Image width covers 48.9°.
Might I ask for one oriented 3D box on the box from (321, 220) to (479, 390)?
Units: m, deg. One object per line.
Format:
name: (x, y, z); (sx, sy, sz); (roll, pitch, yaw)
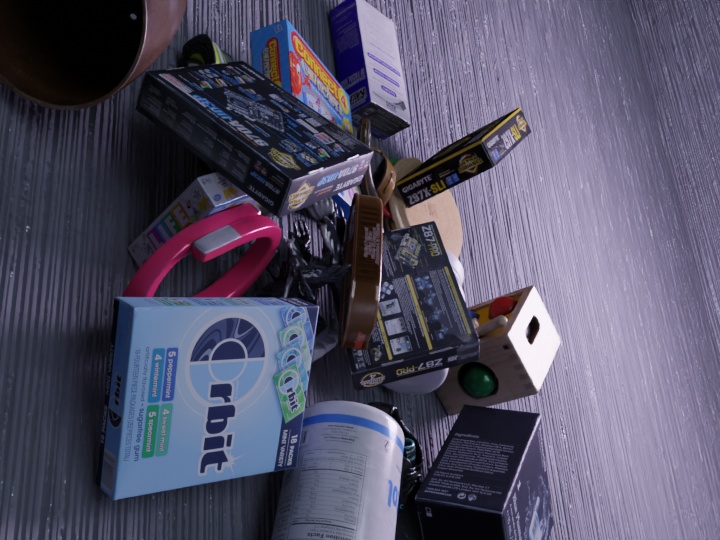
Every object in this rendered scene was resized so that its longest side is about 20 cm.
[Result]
box: (0.046, 0.038, 1.003); (0.049, 0.159, 0.202); (78, -4, -52)

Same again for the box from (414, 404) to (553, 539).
box: (0.170, 0.318, 1.042); (0.200, 0.116, 0.199); (-48, 132, -53)

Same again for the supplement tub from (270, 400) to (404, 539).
supplement tub: (-0.024, 0.256, 0.849); (0.132, 0.131, 0.202); (39, 44, -35)

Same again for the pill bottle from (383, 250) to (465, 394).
pill bottle: (0.083, 0.062, 1.110); (0.120, 0.119, 0.201); (51, 38, -23)

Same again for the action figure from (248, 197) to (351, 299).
action figure: (-0.070, -0.027, 0.926); (0.200, 0.118, 0.103); (-75, 143, -73)

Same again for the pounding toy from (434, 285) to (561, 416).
pounding toy: (0.191, 0.109, 1.174); (0.143, 0.183, 0.200); (60, 35, -11)

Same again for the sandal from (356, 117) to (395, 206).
sandal: (0.026, -0.118, 1.124); (0.082, 0.054, 0.203); (-109, -171, -74)

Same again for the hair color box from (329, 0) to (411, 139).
hair color box: (0.015, -0.326, 1.276); (0.109, 0.064, 0.202); (18, 56, -49)

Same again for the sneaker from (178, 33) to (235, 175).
sneaker: (-0.156, -0.185, 0.961); (0.081, 0.073, 0.203); (4, 71, -56)

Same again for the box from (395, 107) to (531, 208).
box: (0.163, -0.177, 1.229); (0.050, 0.159, 0.200); (61, 36, -9)

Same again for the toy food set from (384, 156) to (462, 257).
toy food set: (0.097, -0.090, 1.273); (0.197, 0.048, 0.202); (-18, 87, -55)

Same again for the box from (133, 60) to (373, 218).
box: (-0.105, -0.144, 0.819); (0.199, 0.046, 0.159); (36, 32, 15)

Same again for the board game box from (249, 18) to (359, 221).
board game box: (-0.069, -0.188, 1.046); (0.200, 0.055, 0.198); (38, 43, -61)

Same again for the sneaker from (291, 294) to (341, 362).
sneaker: (-0.102, 0.083, 0.899); (0.092, 0.077, 0.200); (57, 27, 0)

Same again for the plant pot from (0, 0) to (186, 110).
plant pot: (-0.258, -0.274, 0.799); (0.188, 0.186, 0.200); (59, 20, -13)

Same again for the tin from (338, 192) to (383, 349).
tin: (0.000, 0.000, 0.939); (0.041, 0.112, 0.202); (9, 54, -9)

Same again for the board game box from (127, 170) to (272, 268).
board game box: (-0.140, -0.070, 0.860); (0.034, 0.134, 0.200); (55, 34, 3)

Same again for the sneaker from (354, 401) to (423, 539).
sneaker: (0.042, 0.256, 0.985); (0.075, 0.079, 0.202); (-32, 100, -55)

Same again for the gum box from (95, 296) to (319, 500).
gum box: (-0.139, 0.113, 0.747); (0.198, 0.044, 0.172); (2, 99, -42)

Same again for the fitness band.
fitness band: (-0.158, 0.005, 0.796); (0.037, 0.144, 0.199); (43, 34, 12)
